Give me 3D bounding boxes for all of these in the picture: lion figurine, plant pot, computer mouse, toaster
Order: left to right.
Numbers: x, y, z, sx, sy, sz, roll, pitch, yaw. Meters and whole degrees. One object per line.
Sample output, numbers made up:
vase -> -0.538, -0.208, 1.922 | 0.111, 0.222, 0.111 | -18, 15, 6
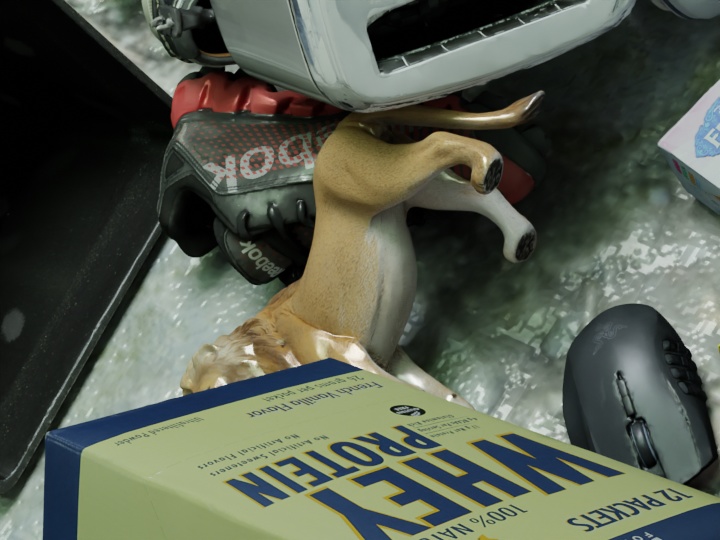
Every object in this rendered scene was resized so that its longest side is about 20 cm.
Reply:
plant pot -> -0.229, -0.041, 1.237 | 0.177, 0.199, 0.200 | 9, 65, 47
lion figurine -> 0.000, 0.000, 1.109 | 0.122, 0.072, 0.201 | 28, 105, 31
toaster -> 0.019, -0.134, 1.099 | 0.199, 0.114, 0.129 | -19, 19, -16
computer mouse -> 0.116, 0.093, 1.037 | 0.058, 0.034, 0.200 | -25, 51, 14

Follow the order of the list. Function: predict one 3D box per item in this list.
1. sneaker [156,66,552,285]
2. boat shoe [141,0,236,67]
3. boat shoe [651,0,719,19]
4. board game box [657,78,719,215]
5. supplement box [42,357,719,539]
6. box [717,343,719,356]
sneaker -> -0.010, -0.036, 1.173 | 0.200, 0.071, 0.098 | 5, 63, 35
boat shoe -> 0.001, -0.146, 1.195 | 0.200, 0.072, 0.068 | -27, 15, -6
boat shoe -> 0.123, -0.174, 1.196 | 0.067, 0.074, 0.200 | -32, 38, 27
board game box -> 0.253, -0.064, 1.053 | 0.200, 0.043, 0.199 | -45, 49, -3
supplement box -> 0.009, 0.157, 0.865 | 0.199, 0.134, 0.201 | 18, 112, 41
box -> 0.175, 0.100, 0.889 | 0.064, 0.201, 0.070 | -1, 24, 30
